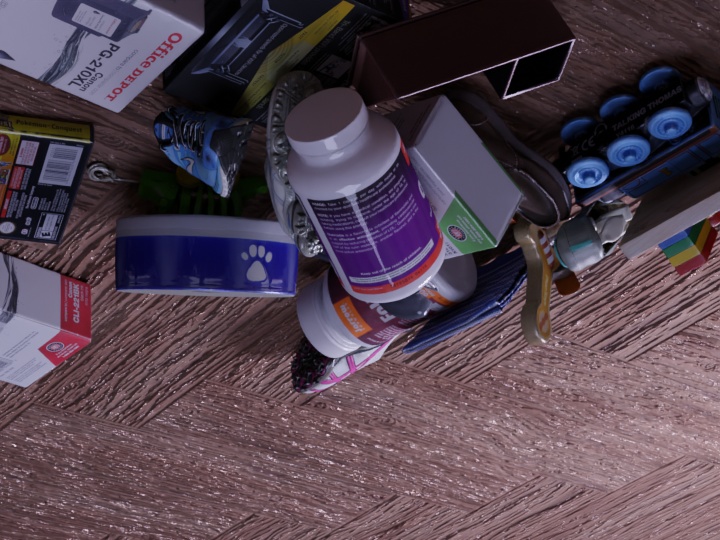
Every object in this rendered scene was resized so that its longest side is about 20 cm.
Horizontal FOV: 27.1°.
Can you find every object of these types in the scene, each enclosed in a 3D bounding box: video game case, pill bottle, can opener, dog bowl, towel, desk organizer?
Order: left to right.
[{"bbox_3d":[-0.390,-0.098,1.581,0.180,0.026,0.200,6,147,-20],"label":"video game case"},{"bbox_3d":[-0.167,-0.014,1.626,0.199,0.079,0.200,2,177,0],"label":"dog bowl"},{"bbox_3d":[0.000,0.000,1.680,0.199,0.067,0.053,19,166,35],"label":"can opener"},{"bbox_3d":[0.001,-0.072,1.413,0.112,0.113,0.200,-15,130,13],"label":"pill bottle"},{"bbox_3d":[0.028,0.021,1.768,0.200,0.115,0.114,-29,142,30],"label":"pill bottle"},{"bbox_3d":[0.096,-0.199,1.403,0.199,0.077,0.072,-21,155,-20],"label":"desk organizer"},{"bbox_3d":[0.138,0.026,1.762,0.145,0.200,0.024,-28,99,33],"label":"towel"}]

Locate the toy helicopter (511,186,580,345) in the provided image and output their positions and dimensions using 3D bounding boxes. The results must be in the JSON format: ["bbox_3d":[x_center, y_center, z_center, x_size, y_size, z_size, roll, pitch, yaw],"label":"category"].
[{"bbox_3d":[0.206,-0.002,1.686,0.079,0.201,0.132,-9,146,28],"label":"toy helicopter"}]

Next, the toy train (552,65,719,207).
[{"bbox_3d":[0.302,-0.135,1.594,0.200,0.087,0.114,-32,134,33],"label":"toy train"}]

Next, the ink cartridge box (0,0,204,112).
[{"bbox_3d":[-0.257,-0.240,1.325,0.200,0.085,0.145,21,139,-37],"label":"ink cartridge box"}]

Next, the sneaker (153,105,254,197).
[{"bbox_3d":[-0.164,-0.123,1.478,0.090,0.079,0.200,20,177,-15],"label":"sneaker"}]

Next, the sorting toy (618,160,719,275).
[{"bbox_3d":[0.395,-0.086,1.595,0.200,0.199,0.070,-32,101,34],"label":"sorting toy"}]

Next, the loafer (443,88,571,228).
[{"bbox_3d":[0.143,-0.104,1.582,0.200,0.071,0.073,40,150,-24],"label":"loafer"}]

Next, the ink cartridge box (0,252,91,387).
[{"bbox_3d":[-0.437,0.050,1.750,0.200,0.084,0.144,22,138,-39],"label":"ink cartridge box"}]

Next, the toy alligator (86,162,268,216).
[{"bbox_3d":[-0.196,-0.081,1.618,0.199,0.054,0.059,3,146,-16],"label":"toy alligator"}]

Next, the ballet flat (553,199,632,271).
[{"bbox_3d":[0.273,-0.048,1.667,0.064,0.068,0.200,-24,-174,29],"label":"ballet flat"}]

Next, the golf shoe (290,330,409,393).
[{"bbox_3d":[-0.014,0.108,1.936,0.092,0.073,0.200,16,141,-34],"label":"golf shoe"}]

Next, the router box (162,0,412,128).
[{"bbox_3d":[-0.072,-0.220,1.425,0.157,0.052,0.200,18,140,-35],"label":"router box"}]

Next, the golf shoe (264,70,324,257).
[{"bbox_3d":[-0.072,-0.112,1.478,0.078,0.097,0.201,-24,129,-27],"label":"golf shoe"}]

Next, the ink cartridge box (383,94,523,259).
[{"bbox_3d":[0.042,-0.082,1.544,0.200,0.084,0.145,-14,126,46],"label":"ink cartridge box"}]
